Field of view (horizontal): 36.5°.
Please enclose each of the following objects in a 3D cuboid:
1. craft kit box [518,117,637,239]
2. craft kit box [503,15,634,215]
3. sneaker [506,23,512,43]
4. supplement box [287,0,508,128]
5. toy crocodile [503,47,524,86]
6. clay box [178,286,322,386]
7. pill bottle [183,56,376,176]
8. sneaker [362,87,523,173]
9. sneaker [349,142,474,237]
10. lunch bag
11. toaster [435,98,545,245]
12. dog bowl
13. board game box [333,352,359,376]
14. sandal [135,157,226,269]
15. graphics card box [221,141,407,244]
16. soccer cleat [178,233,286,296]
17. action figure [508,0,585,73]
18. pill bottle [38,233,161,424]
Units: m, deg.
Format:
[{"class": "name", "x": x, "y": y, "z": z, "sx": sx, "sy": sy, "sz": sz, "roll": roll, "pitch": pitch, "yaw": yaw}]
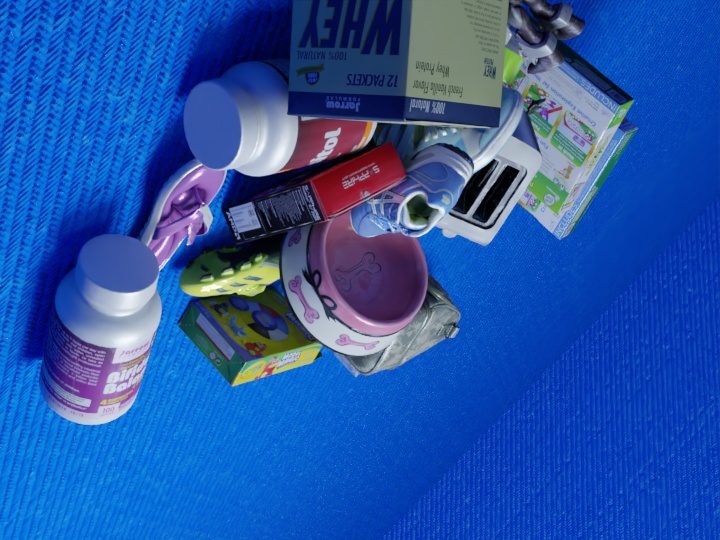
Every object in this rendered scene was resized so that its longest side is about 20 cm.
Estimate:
[{"class": "craft kit box", "x": 0.272, "y": -0.185, "z": 1.584, "sx": 0.048, "sy": 0.197, "sz": 0.201, "roll": -26, "pitch": 152, "yaw": -46}, {"class": "craft kit box", "x": 0.253, "y": -0.214, "z": 1.512, "sx": 0.048, "sy": 0.200, "sz": 0.199, "roll": -25, "pitch": 151, "yaw": -43}, {"class": "sneaker", "x": 0.108, "y": -0.280, "z": 1.306, "sx": 0.199, "sy": 0.073, "sz": 0.072, "roll": -27, "pitch": 155, "yaw": -36}, {"class": "supplement box", "x": 0.042, "y": -0.243, "z": 1.046, "sx": 0.199, "sy": 0.133, "sz": 0.204, "roll": -8, "pitch": 104, "yaw": -57}, {"class": "toy crocodile", "x": 0.096, "y": -0.255, "z": 1.234, "sx": 0.197, "sy": 0.062, "sz": 0.069, "roll": 11, "pitch": 102, "yaw": -17}, {"class": "clay box", "x": -0.132, "y": 0.081, "z": 1.441, "sx": 0.199, "sy": 0.115, "sz": 0.048, "roll": -12, "pitch": 141, "yaw": -56}, {"class": "pill bottle", "x": -0.081, "y": -0.159, "z": 1.116, "sx": 0.199, "sy": 0.113, "sz": 0.114, "roll": -19, "pitch": 147, "yaw": -48}, {"class": "sneaker", "x": 0.084, "y": -0.165, "z": 1.268, "sx": 0.199, "sy": 0.080, "sz": 0.130, "roll": -41, "pitch": 119, "yaw": 21}, {"class": "sneaker", "x": 0.045, "y": -0.077, "z": 1.242, "sx": 0.199, "sy": 0.075, "sz": 0.078, "roll": -30, "pitch": -147, "yaw": 53}, {"class": "lunch bag", "x": 0.032, "y": 0.031, "z": 1.546, "sx": 0.166, "sy": 0.200, "sz": 0.140, "roll": -7, "pitch": 137, "yaw": -49}, {"class": "toaster", "x": 0.123, "y": -0.149, "z": 1.404, "sx": 0.179, "sy": 0.119, "sz": 0.201, "roll": 21, "pitch": 121, "yaw": -20}, {"class": "dog bowl", "x": 0.000, "y": 0.000, "z": 1.355, "sx": 0.199, "sy": 0.202, "sz": 0.073, "roll": -26, "pitch": 177, "yaw": -40}, {"class": "board game box", "x": 0.032, "y": 0.076, "z": 1.807, "sx": 0.200, "sy": 0.062, "sz": 0.200, "roll": -46, "pitch": 159, "yaw": -3}, {"class": "sandal", "x": -0.189, "y": -0.047, "z": 1.163, "sx": 0.082, "sy": 0.050, "sz": 0.203, "roll": -23, "pitch": 160, "yaw": -46}, {"class": "graphics card box", "x": -0.056, "y": -0.085, "z": 1.233, "sx": 0.125, "sy": 0.052, "sz": 0.199, "roll": -30, "pitch": -170, "yaw": -34}, {"class": "soccer cleat", "x": -0.142, "y": 0.005, "z": 1.345, "sx": 0.199, "sy": 0.064, "sz": 0.085, "roll": -25, "pitch": 135, "yaw": -47}, {"class": "action figure", "x": 0.181, "y": -0.321, "z": 1.292, "sx": 0.199, "sy": 0.069, "sz": 0.132, "roll": 38, "pitch": 70, "yaw": -37}, {"class": "pill bottle", "x": -0.272, "y": 0.061, "z": 1.153, "sx": 0.112, "sy": 0.112, "sz": 0.201, "roll": -25, "pitch": 151, "yaw": -42}]
